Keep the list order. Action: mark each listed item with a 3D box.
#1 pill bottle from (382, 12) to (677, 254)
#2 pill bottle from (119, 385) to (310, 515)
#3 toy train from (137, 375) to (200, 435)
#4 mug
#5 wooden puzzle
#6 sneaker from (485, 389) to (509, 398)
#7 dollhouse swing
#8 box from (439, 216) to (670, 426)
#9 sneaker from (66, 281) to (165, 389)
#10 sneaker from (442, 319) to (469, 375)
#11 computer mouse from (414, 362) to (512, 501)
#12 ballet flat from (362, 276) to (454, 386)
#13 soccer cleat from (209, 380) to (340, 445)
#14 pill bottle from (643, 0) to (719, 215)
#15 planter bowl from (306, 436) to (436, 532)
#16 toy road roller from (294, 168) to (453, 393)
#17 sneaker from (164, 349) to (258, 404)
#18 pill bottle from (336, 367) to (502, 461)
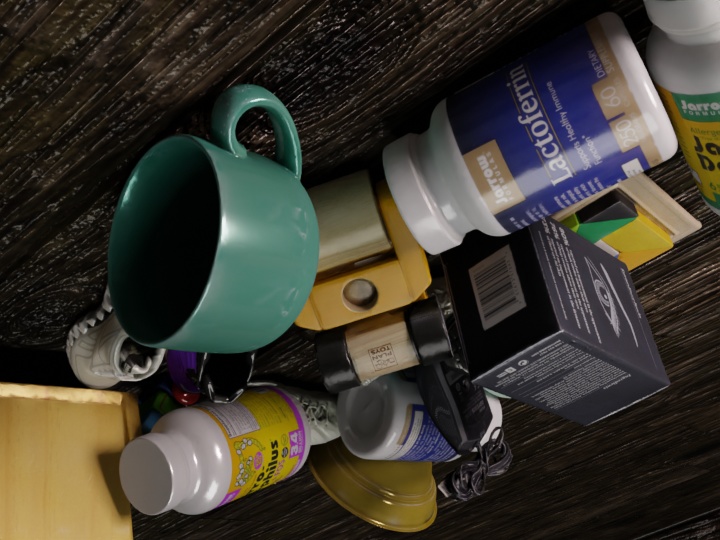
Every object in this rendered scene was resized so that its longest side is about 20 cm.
[{"bbox_3d":[0.123,-0.096,0.685,0.199,0.117,0.116,-26,149,20],"label":"pill bottle"},{"bbox_3d":[-0.145,0.184,0.926,0.104,0.105,0.199,-34,166,31],"label":"pill bottle"},{"bbox_3d":[-0.177,0.222,1.025,0.084,0.116,0.200,-33,113,32],"label":"toy train"},{"bbox_3d":[-0.092,-0.023,0.675,0.114,0.153,0.185,11,142,-43],"label":"mug"},{"bbox_3d":[0.240,-0.025,0.946,0.184,0.038,0.199,-33,147,29],"label":"wooden puzzle"},{"bbox_3d":[0.223,0.100,1.117,0.199,0.074,0.118,-19,146,29],"label":"sneaker"},{"bbox_3d":[-0.334,0.205,0.892,0.199,0.178,0.181,11,160,-40],"label":"dollhouse swing"},{"bbox_3d":[0.187,0.046,0.873,0.104,0.149,0.199,-34,138,31],"label":"box"},{"bbox_3d":[-0.226,0.073,0.858,0.075,0.082,0.200,3,148,-32],"label":"sneaker"},{"bbox_3d":[0.130,0.079,0.989,0.087,0.076,0.199,-28,173,38],"label":"sneaker"},{"bbox_3d":[0.105,0.156,1.059,0.052,0.202,0.138,-15,-179,37],"label":"computer mouse"},{"bbox_3d":[0.036,0.060,0.979,0.071,0.072,0.200,8,142,-36],"label":"ballet flat"},{"bbox_3d":[-0.086,0.170,1.108,0.198,0.070,0.078,8,147,-31],"label":"soccer cleat"},{"bbox_3d":[0.269,-0.137,0.643,0.112,0.113,0.200,-25,128,18],"label":"pill bottle"},{"bbox_3d":[0.032,0.247,1.218,0.199,0.201,0.084,11,115,-39],"label":"planter bowl"},{"bbox_3d":[0.000,0.000,0.825,0.122,0.146,0.202,-17,114,6],"label":"toy road roller"},{"bbox_3d":[-0.148,0.093,0.905,0.069,0.100,0.200,2,147,-24],"label":"sneaker"},{"bbox_3d":[0.080,0.179,1.144,0.199,0.121,0.120,12,142,-39],"label":"pill bottle"}]
